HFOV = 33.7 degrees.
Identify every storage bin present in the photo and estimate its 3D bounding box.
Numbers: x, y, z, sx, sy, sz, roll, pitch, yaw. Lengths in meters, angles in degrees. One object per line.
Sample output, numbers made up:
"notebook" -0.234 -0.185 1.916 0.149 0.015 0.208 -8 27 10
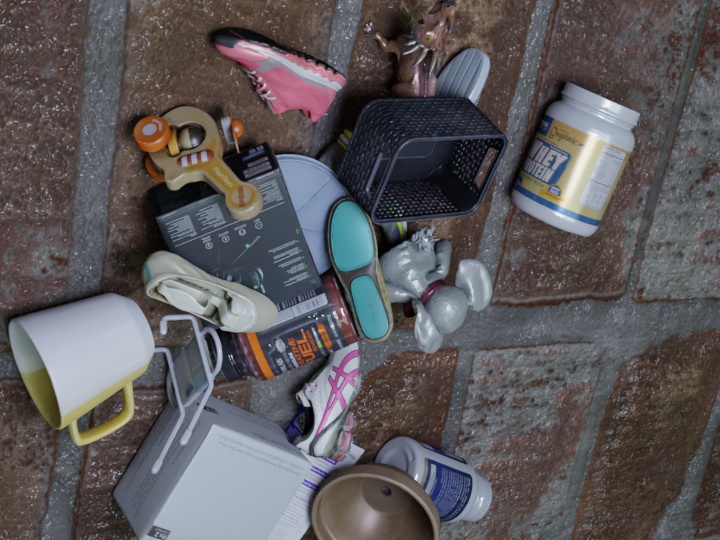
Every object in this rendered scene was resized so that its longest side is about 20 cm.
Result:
"storage bin" 0.084 -0.149 1.595 0.198 0.094 0.136 -8 134 -38

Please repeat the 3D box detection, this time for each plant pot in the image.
"plant pot" 0.030 0.365 1.822 0.198 0.093 0.203 7 120 12

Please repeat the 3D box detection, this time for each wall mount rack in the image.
"wall mount rack" -0.243 0.162 1.576 0.074 0.176 0.200 -4 156 -31

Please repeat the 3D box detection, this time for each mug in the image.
"mug" -0.354 0.113 1.543 0.152 0.150 0.187 -26 156 -29

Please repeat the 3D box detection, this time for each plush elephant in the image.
"plush elephant" 0.095 0.032 1.710 0.164 0.200 0.156 -28 86 -23

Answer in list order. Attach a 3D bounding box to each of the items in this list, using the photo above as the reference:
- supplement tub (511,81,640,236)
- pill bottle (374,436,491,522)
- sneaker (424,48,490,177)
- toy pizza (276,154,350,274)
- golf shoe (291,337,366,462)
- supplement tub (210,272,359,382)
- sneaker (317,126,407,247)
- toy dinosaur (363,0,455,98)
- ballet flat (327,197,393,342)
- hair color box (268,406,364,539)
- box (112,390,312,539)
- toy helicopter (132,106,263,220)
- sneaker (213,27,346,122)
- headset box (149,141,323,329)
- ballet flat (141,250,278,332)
"supplement tub" 0.328 -0.169 1.810 0.143 0.144 0.202 14 105 -36
"pill bottle" 0.123 0.351 1.955 0.199 0.111 0.112 26 98 -37
"sneaker" 0.136 -0.223 1.721 0.070 0.073 0.202 8 115 -50
"toy pizza" -0.108 -0.069 1.644 0.197 0.032 0.203 -7 118 -12
"golf shoe" -0.046 0.175 1.758 0.091 0.073 0.203 15 70 -15
"supplement tub" -0.108 0.087 1.672 0.198 0.107 0.108 -23 125 1
"sneaker" 0.001 -0.107 1.692 0.080 0.074 0.201 -33 121 -2
"toy dinosaur" 0.079 -0.269 1.611 0.085 0.135 0.202 -22 123 -21
"ballet flat" 0.000 0.000 1.646 0.070 0.071 0.203 -16 91 -24
"hair color box" -0.098 0.322 1.835 0.109 0.065 0.201 35 93 -38
"box" -0.213 0.301 1.710 0.198 0.131 0.201 29 96 -38
"toy helicopter" -0.181 -0.137 1.480 0.132 0.200 0.079 -37 150 -16
"sneaker" -0.109 -0.248 1.544 0.198 0.074 0.088 17 105 -36
"headset box" -0.160 -0.037 1.572 0.172 0.093 0.202 -22 121 -3
"ballet flat" -0.189 0.042 1.514 0.198 0.069 0.070 25 99 -25
